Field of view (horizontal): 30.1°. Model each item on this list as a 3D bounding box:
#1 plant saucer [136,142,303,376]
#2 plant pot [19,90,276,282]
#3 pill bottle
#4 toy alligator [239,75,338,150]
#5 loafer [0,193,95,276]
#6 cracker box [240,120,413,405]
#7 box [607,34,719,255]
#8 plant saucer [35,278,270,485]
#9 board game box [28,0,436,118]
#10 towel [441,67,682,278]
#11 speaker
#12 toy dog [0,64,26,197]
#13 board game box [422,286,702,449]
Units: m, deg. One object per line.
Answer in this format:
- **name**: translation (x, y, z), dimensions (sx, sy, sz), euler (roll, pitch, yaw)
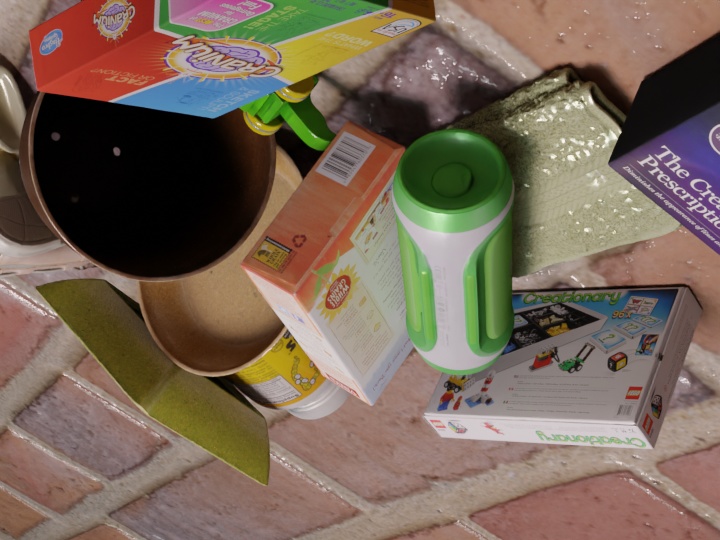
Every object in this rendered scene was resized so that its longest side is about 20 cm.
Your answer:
- **plant saucer**: translation (-0.103, -0.013, 1.091), dimensions (0.199, 0.202, 0.035), euler (1, 173, 39)
- **plant pot**: translation (-0.190, -0.088, 1.050), dimensions (0.187, 0.187, 0.200), euler (40, 164, -22)
- **pill bottle**: translation (-0.082, 0.059, 1.222), dimensions (0.112, 0.113, 0.200), euler (7, 154, 32)
- **toy alligator**: translation (-0.095, -0.157, 0.955), dimensions (0.199, 0.054, 0.059), euler (33, 142, -12)
- **loafer**: translation (-0.266, -0.031, 1.174), dimensions (0.063, 0.200, 0.072), euler (-42, 73, 27)
- **cracker box**: translation (0.000, 0.000, 1.011), dimensions (0.058, 0.134, 0.200), euler (28, 163, 29)
- **box**: translation (0.271, -0.054, 0.793), dimensions (0.200, 0.079, 0.141), euler (36, 148, -14)
- **plant saucer**: translation (-0.171, 0.088, 1.196), dimensions (0.200, 0.048, 0.200), euler (40, 178, 39)
- **board game box**: translation (-0.078, -0.148, 0.811), dimensions (0.199, 0.041, 0.153), euler (-17, 168, 39)
- **towel**: translation (0.129, -0.061, 0.942), dimensions (0.148, 0.037, 0.200), euler (41, 148, -21)
- **speaker**: translation (0.068, -0.008, 0.952), dimensions (0.088, 0.089, 0.200), euler (17, 148, 18)
- **toy dog**: translation (-0.383, -0.101, 1.220), dimensions (0.199, 0.140, 0.194), euler (12, 142, 48)
- **board game box**: translation (0.154, 0.073, 1.043), dimensions (0.199, 0.127, 0.035), euler (-3, 139, 43)
